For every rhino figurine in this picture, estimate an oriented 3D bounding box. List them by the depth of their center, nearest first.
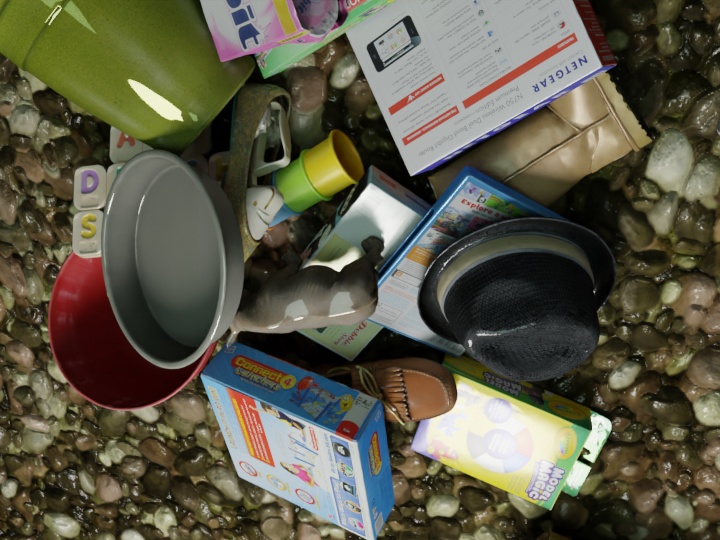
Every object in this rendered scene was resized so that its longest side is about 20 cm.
[{"bbox_3d":[-0.070,0.026,0.759,0.196,0.088,0.061,-11,125,11],"label":"rhino figurine"}]

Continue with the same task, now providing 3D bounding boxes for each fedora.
[{"bbox_3d":[0.155,0.042,0.738,0.196,0.093,0.203,-5,135,-5],"label":"fedora"}]

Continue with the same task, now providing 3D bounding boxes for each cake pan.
[{"bbox_3d":[-0.179,-0.011,0.739,0.197,0.036,0.205,6,100,41],"label":"cake pan"}]

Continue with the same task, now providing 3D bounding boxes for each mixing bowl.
[{"bbox_3d":[-0.229,0.052,0.866,0.195,0.108,0.205,-2,79,12],"label":"mixing bowl"}]

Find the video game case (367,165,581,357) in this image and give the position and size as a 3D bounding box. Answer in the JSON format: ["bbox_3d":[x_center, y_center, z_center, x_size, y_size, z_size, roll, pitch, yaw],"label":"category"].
[{"bbox_3d":[0.101,0.000,0.775,0.141,0.018,0.201,23,127,-23],"label":"video game case"}]

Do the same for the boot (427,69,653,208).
[{"bbox_3d":[0.145,-0.129,0.728,0.198,0.066,0.176,-32,100,26],"label":"boot"}]

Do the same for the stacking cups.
[{"bbox_3d":[-0.092,-0.075,0.819,0.197,0.061,0.061,-26,103,23],"label":"stacking cups"}]

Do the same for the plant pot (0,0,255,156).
[{"bbox_3d":[-0.207,-0.217,0.736,0.193,0.202,0.200,42,117,-18],"label":"plant pot"}]

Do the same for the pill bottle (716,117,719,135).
[{"bbox_3d":[0.404,-0.086,0.646,0.199,0.110,0.110,39,117,-3],"label":"pill bottle"}]

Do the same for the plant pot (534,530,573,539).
[{"bbox_3d":[0.259,0.396,0.864,0.199,0.186,0.188,41,117,10],"label":"plant pot"}]

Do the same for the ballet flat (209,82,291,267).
[{"bbox_3d":[-0.102,-0.092,0.765,0.069,0.071,0.204,2,73,15],"label":"ballet flat"}]

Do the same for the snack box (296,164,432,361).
[{"bbox_3d":[0.000,0.000,0.814,0.115,0.037,0.200,30,122,-18],"label":"snack box"}]

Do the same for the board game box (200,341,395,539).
[{"bbox_3d":[-0.064,0.189,0.861,0.193,0.056,0.203,19,139,24],"label":"board game box"}]

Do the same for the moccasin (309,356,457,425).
[{"bbox_3d":[0.011,0.131,0.842,0.198,0.077,0.075,2,104,32],"label":"moccasin"}]

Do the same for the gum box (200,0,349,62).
[{"bbox_3d":[-0.093,-0.283,0.657,0.112,0.066,0.204,-2,112,45],"label":"gum box"}]

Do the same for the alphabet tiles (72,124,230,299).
[{"bbox_3d":[-0.213,-0.069,0.822,0.195,0.015,0.200,-4,79,12],"label":"alphabet tiles"}]

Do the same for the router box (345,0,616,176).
[{"bbox_3d":[0.090,-0.208,0.675,0.198,0.049,0.182,-25,90,36],"label":"router box"}]

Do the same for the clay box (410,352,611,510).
[{"bbox_3d":[0.165,0.181,0.860,0.196,0.048,0.117,22,116,8],"label":"clay box"}]

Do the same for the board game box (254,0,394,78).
[{"bbox_3d":[-0.049,-0.273,0.693,0.198,0.029,0.137,-14,104,46],"label":"board game box"}]
